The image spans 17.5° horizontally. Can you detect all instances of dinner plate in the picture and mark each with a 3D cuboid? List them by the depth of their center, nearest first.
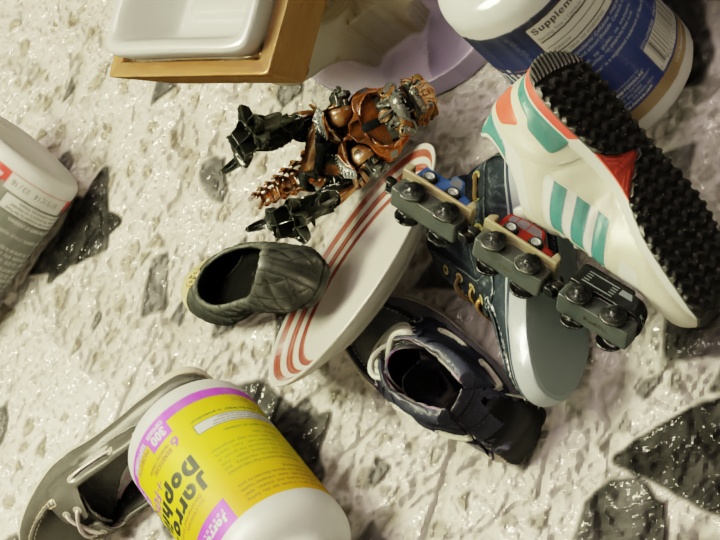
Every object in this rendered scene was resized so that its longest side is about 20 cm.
[{"bbox_3d":[0.000,0.000,1.633,0.200,0.024,0.200,-51,15,20],"label":"dinner plate"}]

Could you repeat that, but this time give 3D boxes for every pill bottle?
[{"bbox_3d":[0.121,-0.178,1.535,0.111,0.200,0.111,-29,40,28],"label":"pill bottle"},{"bbox_3d":[-0.074,0.169,1.606,0.104,0.104,0.200,-51,46,8],"label":"pill bottle"},{"bbox_3d":[-0.333,-0.024,1.915,0.200,0.114,0.114,-52,46,7],"label":"pill bottle"}]

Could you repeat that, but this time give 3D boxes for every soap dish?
[{"bbox_3d":[-0.088,-0.223,1.666,0.157,0.081,0.201,3,72,39],"label":"soap dish"}]

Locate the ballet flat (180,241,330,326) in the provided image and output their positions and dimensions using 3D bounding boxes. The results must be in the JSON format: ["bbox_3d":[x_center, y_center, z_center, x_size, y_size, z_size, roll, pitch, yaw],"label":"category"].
[{"bbox_3d":[-0.086,0.001,1.706,0.200,0.057,0.067,-8,59,61],"label":"ballet flat"}]

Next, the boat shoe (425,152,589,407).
[{"bbox_3d":[0.096,0.012,1.570,0.091,0.071,0.201,-25,50,34],"label":"boat shoe"}]

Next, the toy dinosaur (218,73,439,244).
[{"bbox_3d":[-0.021,-0.079,1.691,0.102,0.135,0.200,49,141,18],"label":"toy dinosaur"}]

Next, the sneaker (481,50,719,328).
[{"bbox_3d":[0.154,-0.041,1.508,0.200,0.070,0.093,53,139,1],"label":"sneaker"}]

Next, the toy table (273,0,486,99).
[{"bbox_3d":[-0.004,-0.202,1.723,0.199,0.117,0.185,-3,67,38],"label":"toy table"}]

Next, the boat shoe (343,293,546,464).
[{"bbox_3d":[0.034,0.057,1.576,0.200,0.093,0.075,30,90,45],"label":"boat shoe"}]

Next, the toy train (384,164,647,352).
[{"bbox_3d":[0.099,-0.013,1.501,0.199,0.034,0.046,32,52,23],"label":"toy train"}]

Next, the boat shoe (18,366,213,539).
[{"bbox_3d":[-0.179,0.152,1.726,0.200,0.067,0.057,-43,31,12],"label":"boat shoe"}]
